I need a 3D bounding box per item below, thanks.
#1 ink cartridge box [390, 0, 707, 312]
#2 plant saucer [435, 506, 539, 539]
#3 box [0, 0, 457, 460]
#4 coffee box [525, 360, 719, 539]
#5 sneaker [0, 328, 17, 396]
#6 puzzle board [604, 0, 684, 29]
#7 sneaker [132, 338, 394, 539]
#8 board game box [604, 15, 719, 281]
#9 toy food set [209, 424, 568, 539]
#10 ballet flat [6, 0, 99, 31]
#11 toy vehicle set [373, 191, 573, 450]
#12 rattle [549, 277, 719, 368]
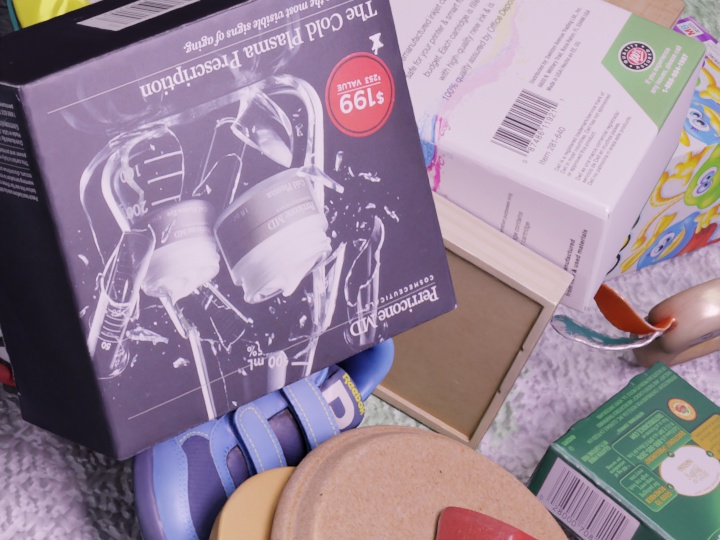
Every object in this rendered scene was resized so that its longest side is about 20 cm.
[{"bbox_3d":[0.061,-0.088,1.473,0.199,0.084,0.145,24,50,12],"label":"ink cartridge box"},{"bbox_3d":[0.113,0.221,1.271,0.199,0.037,0.201,30,46,-20],"label":"plant saucer"},{"bbox_3d":[-0.076,-0.038,1.310,0.199,0.183,0.104,-24,22,-28],"label":"box"},{"bbox_3d":[0.194,0.141,1.437,0.200,0.044,0.123,38,37,16],"label":"coffee box"},{"bbox_3d":[-0.168,0.008,1.363,0.200,0.098,0.071,14,36,-20],"label":"sneaker"},{"bbox_3d":[0.074,-0.116,1.563,0.150,0.017,0.200,26,54,13],"label":"puzzle board"},{"bbox_3d":[-0.048,0.075,1.355,0.082,0.074,0.200,-3,29,25],"label":"sneaker"},{"bbox_3d":[0.146,-0.066,1.647,0.200,0.105,0.103,-17,55,-43],"label":"board game box"},{"bbox_3d":[0.034,0.165,1.307,0.200,0.049,0.198,-20,74,-47],"label":"toy food set"},{"bbox_3d":[-0.158,-0.182,1.541,0.067,0.067,0.200,39,24,-32],"label":"ballet flat"},{"bbox_3d":[0.000,0.000,1.455,0.199,0.124,0.027,31,44,4],"label":"toy vehicle set"},{"bbox_3d":[0.203,0.064,1.538,0.200,0.130,0.144,-11,93,-58],"label":"rattle"}]
